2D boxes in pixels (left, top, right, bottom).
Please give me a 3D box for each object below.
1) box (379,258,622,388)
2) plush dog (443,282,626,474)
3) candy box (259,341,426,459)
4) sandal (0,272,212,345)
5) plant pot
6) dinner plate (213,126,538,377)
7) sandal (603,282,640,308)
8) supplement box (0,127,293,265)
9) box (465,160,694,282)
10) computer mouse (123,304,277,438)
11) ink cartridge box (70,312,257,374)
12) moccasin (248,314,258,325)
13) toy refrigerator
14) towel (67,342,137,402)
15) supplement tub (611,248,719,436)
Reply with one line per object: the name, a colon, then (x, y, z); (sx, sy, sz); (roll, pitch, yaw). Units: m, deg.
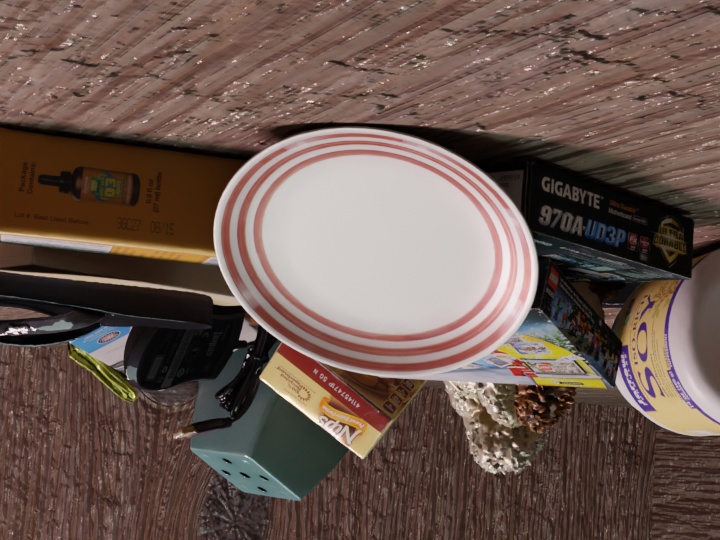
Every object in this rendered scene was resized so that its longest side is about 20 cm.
box: (0.068, 0.038, 0.973); (0.200, 0.038, 0.137); (0, 153, 33)
plush dog: (0.142, 0.057, 1.172); (0.160, 0.200, 0.172); (37, 151, -22)
candy box: (0.004, 0.076, 1.224); (0.115, 0.055, 0.200); (38, -152, 5)
sandal: (-0.200, 0.030, 0.908); (0.200, 0.043, 0.076); (5, 172, -7)
plant pot: (-0.072, 0.120, 1.370); (0.141, 0.200, 0.141); (-1, 144, 43)
dinner plate: (0.009, -0.011, 0.831); (0.200, 0.024, 0.200); (8, 133, 9)
sandal: (0.277, 0.033, 1.277); (0.076, 0.043, 0.200); (12, 170, -44)
supplement box: (-0.142, -0.043, 0.876); (0.199, 0.067, 0.069); (7, 174, -16)
box: (0.108, -0.027, 0.923); (0.159, 0.046, 0.200); (-3, 170, 44)
computer mouse: (-0.142, 0.077, 1.112); (0.046, 0.141, 0.200); (33, -159, 26)
ink cartridge box: (-0.171, 0.032, 1.165); (0.116, 0.068, 0.200); (-29, 159, 3)
moccasin: (-0.065, 0.013, 1.256); (0.078, 0.074, 0.201); (15, 160, -14)
toy refrigerator: (-0.160, -0.024, 0.989); (0.200, 0.076, 0.070); (10, 171, -41)
towel: (-0.257, 0.041, 1.224); (0.086, 0.018, 0.200); (52, 178, -41)
supplement tub: (0.286, 0.059, 1.083); (0.145, 0.146, 0.200); (5, 172, -7)
